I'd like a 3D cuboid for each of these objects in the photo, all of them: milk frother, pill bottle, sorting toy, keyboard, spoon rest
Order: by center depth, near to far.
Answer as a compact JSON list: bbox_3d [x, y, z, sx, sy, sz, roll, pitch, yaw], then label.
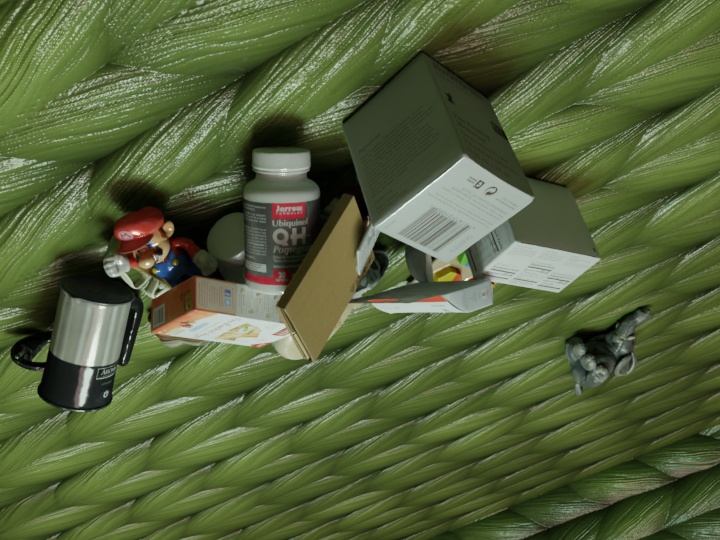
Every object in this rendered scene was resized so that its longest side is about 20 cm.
[{"bbox_3d":[-0.112,-0.073,1.143,0.111,0.111,0.200,-5,106,-18],"label":"pill bottle"},{"bbox_3d":[0.031,-0.084,1.204,0.011,0.200,0.056,18,144,9],"label":"keyboard"},{"bbox_3d":[-0.159,-0.008,1.284,0.113,0.113,0.200,-24,146,11],"label":"pill bottle"},{"bbox_3d":[-0.472,0.096,1.293,0.200,0.181,0.188,17,103,0],"label":"milk frother"},{"bbox_3d":[0.096,-0.049,1.363,0.061,0.099,0.200,-13,140,18],"label":"spoon rest"},{"bbox_3d":[0.215,-0.001,1.526,0.185,0.037,0.200,15,135,-39],"label":"sorting toy"}]

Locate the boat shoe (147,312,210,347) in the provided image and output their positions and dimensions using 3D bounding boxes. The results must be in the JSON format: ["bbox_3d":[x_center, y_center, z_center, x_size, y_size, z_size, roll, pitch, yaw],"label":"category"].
[{"bbox_3d":[-0.292,0.083,1.356,0.200,0.076,0.072,-17,127,36],"label":"boat shoe"}]

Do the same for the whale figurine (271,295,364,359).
[{"bbox_3d":[-0.086,0.073,1.472,0.200,0.104,0.159,-35,150,-17],"label":"whale figurine"}]

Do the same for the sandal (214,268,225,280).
[{"bbox_3d":[-0.214,0.037,1.369,0.080,0.057,0.201,15,142,24],"label":"sandal"}]

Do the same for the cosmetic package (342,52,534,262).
[{"bbox_3d":[0.104,-0.153,1.108,0.165,0.200,0.165,-37,141,29],"label":"cosmetic package"}]

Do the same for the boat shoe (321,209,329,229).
[{"bbox_3d":[-0.056,-0.058,1.296,0.200,0.068,0.075,13,136,-38],"label":"boat shoe"}]

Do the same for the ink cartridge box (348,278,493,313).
[{"bbox_3d":[0.088,0.053,1.265,0.162,0.057,0.200,-3,-169,44],"label":"ink cartridge box"}]

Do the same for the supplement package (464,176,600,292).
[{"bbox_3d":[0.277,-0.066,1.350,0.200,0.156,0.111,9,142,-33],"label":"supplement package"}]

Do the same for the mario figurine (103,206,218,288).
[{"bbox_3d":[-0.292,-0.006,1.175,0.123,0.106,0.200,-48,140,-10],"label":"mario figurine"}]

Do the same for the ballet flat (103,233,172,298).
[{"bbox_3d":[-0.336,0.009,1.270,0.069,0.063,0.200,17,160,37],"label":"ballet flat"}]

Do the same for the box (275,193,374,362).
[{"bbox_3d":[-0.046,0.013,1.149,0.021,0.200,0.164,19,154,24],"label":"box"}]

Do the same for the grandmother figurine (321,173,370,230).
[{"bbox_3d":[-0.017,-0.086,1.218,0.200,0.061,0.121,-60,158,6],"label":"grandmother figurine"}]

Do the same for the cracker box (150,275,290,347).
[{"bbox_3d":[-0.198,0.067,1.212,0.200,0.058,0.134,12,155,-39],"label":"cracker box"}]

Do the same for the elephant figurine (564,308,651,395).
[{"bbox_3d":[0.604,0.194,1.915,0.200,0.142,0.155,-25,178,-17],"label":"elephant figurine"}]

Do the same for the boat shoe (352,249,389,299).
[{"bbox_3d":[0.000,0.000,1.340,0.065,0.074,0.200,-27,-172,20],"label":"boat shoe"}]
